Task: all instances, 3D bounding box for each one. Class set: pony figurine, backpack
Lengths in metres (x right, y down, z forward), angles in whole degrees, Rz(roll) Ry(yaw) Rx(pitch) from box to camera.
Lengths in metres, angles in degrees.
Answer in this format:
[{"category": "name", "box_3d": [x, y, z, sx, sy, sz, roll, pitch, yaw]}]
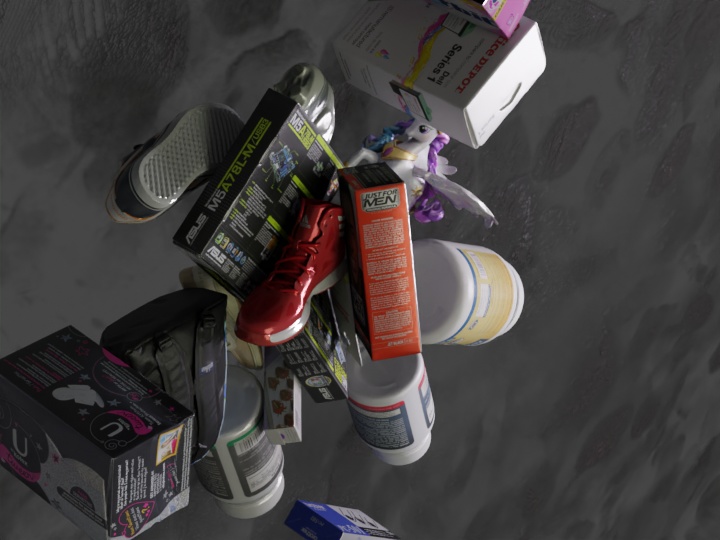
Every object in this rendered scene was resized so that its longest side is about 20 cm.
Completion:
[{"category": "pony figurine", "box_3d": [0.065, -0.114, 1.903, 0.200, 0.167, 0.193, -42, 138, 2]}, {"category": "backpack", "box_3d": [-0.223, 0.135, 1.690, 0.163, 0.154, 0.200, -32, 120, -40]}]

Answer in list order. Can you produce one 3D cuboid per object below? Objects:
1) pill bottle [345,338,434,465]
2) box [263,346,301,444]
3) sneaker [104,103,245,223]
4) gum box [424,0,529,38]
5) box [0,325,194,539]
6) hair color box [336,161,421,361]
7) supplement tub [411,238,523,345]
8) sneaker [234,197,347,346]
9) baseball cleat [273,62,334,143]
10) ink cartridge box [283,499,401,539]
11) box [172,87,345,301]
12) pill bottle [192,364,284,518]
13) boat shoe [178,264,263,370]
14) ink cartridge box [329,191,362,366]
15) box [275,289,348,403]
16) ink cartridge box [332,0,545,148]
[{"category": "pill bottle", "box_3d": [0.043, 0.190, 2.142, 0.120, 0.120, 0.200, -46, 147, -23]}, {"category": "box", "box_3d": [-0.094, 0.116, 1.829, 0.041, 0.039, 0.200, 73, 12, -54]}, {"category": "sneaker", "box_3d": [-0.196, -0.112, 1.567, 0.079, 0.078, 0.200, -28, -171, 37]}, {"category": "gum box", "box_3d": [0.083, -0.340, 1.669, 0.066, 0.200, 0.113, -62, 157, 1]}, {"category": "box", "box_3d": [-0.282, 0.172, 1.552, 0.115, 0.200, 0.132, -27, 136, -41]}, {"category": "hair color box", "box_3d": [0.021, -0.011, 1.678, 0.061, 0.102, 0.200, -9, 108, -10]}, {"category": "supplement tub", "box_3d": [0.132, 0.033, 2.115, 0.200, 0.145, 0.145, 7, 110, -58]}, {"category": "sneaker", "box_3d": [-0.076, -0.012, 1.619, 0.200, 0.078, 0.116, -54, 153, -51]}, {"category": "baseball cleat", "box_3d": [-0.088, -0.135, 1.703, 0.200, 0.070, 0.106, -56, 141, -6]}, {"category": "ink cartridge box", "box_3d": [-0.023, 0.391, 2.241, 0.044, 0.094, 0.200, -61, 150, 2]}, {"category": "box", "box_3d": [-0.103, -0.072, 1.626, 0.193, 0.047, 0.200, -61, 157, -8]}, {"category": "pill bottle", "box_3d": [-0.158, 0.217, 1.868, 0.113, 0.113, 0.200, -44, 147, -26]}, {"category": "boat shoe", "box_3d": [-0.162, 0.055, 1.778, 0.065, 0.072, 0.200, -14, 143, 4]}, {"category": "ink cartridge box", "box_3d": [0.000, 0.000, 1.795, 0.068, 0.115, 0.200, -14, 108, -10]}, {"category": "box", "box_3d": [-0.064, 0.049, 1.822, 0.200, 0.044, 0.160, 61, 23, -59]}, {"category": "ink cartridge box", "box_3d": [0.093, -0.253, 1.749, 0.145, 0.200, 0.084, -51, 151, -15]}]
